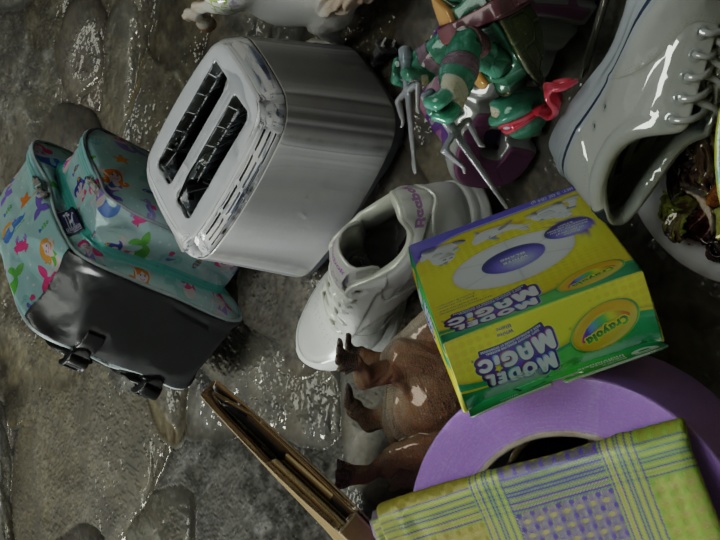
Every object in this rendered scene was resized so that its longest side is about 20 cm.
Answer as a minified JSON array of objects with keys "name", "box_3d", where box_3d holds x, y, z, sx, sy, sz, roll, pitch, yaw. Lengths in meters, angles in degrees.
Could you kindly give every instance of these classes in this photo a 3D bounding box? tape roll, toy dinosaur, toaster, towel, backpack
[{"name":"tape roll","box_3d":[0.130,0.148,0.913,0.198,0.066,0.202,6,104,23]},{"name":"toy dinosaur","box_3d":[0.053,0.086,1.064,0.086,0.134,0.202,-80,-8,-59]},{"name":"toaster","box_3d":[-0.062,-0.087,1.159,0.201,0.128,0.114,-54,52,32]},{"name":"towel","box_3d":[0.108,0.169,0.880,0.199,0.023,0.145,-22,91,27]},{"name":"backpack","box_3d":[-0.197,-0.020,1.276,0.151,0.177,0.200,-57,41,11]}]

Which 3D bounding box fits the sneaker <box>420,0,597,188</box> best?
[{"name":"sneaker","box_3d":[0.089,-0.158,1.034,0.089,0.080,0.202,49,124,47]}]

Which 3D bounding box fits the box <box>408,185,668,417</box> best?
[{"name":"box","box_3d":[0.095,0.016,0.916,0.200,0.116,0.049,-106,-4,-69]}]

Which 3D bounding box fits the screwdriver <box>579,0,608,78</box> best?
[{"name":"screwdriver","box_3d":[0.160,-0.216,0.985,0.029,0.028,0.202,24,105,16]}]

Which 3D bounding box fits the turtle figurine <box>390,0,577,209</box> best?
[{"name":"turtle figurine","box_3d":[0.053,-0.137,0.944,0.201,0.100,0.150,64,174,-5]}]

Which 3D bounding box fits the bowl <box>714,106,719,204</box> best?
[{"name":"bowl","box_3d":[0.281,-0.056,0.773,0.199,0.107,0.203,2,92,42]}]

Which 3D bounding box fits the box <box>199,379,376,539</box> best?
[{"name":"box","box_3d":[-0.010,0.165,1.053,0.021,0.200,0.163,-46,45,-8]}]

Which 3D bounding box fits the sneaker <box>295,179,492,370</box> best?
[{"name":"sneaker","box_3d":[0.000,0.000,1.106,0.200,0.099,0.075,-47,57,38]}]

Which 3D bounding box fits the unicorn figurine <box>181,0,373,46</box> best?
[{"name":"unicorn figurine","box_3d":[-0.045,-0.199,1.160,0.137,0.198,0.075,155,107,-74]}]

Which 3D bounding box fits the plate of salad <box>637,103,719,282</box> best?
[{"name":"plate of salad","box_3d":[0.214,-0.093,0.905,0.199,0.048,0.202,-3,85,48]}]

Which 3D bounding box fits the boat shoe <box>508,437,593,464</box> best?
[{"name":"boat shoe","box_3d":[0.106,0.144,1.000,0.074,0.066,0.201,49,123,39]}]

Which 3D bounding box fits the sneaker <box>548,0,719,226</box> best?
[{"name":"sneaker","box_3d":[0.173,-0.108,0.876,0.071,0.072,0.201,61,142,33]}]
